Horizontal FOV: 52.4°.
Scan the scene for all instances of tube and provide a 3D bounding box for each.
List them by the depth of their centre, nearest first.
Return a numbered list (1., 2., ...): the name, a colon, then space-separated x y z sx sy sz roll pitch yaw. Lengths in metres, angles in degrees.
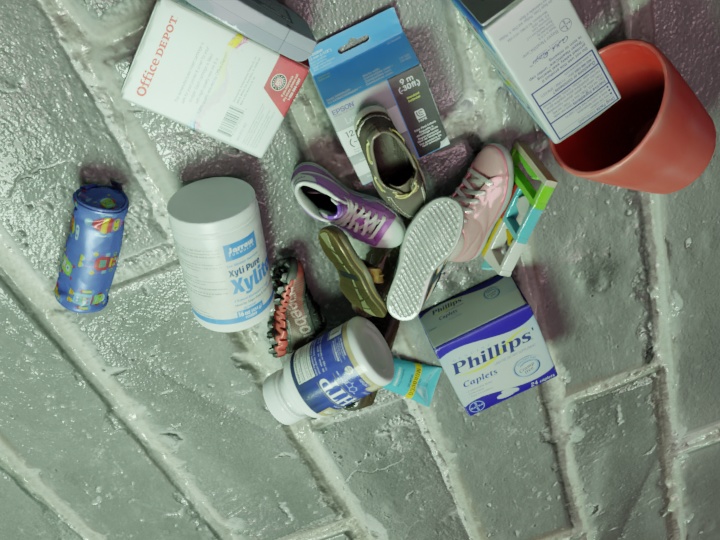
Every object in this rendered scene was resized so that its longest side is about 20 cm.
1. tube: 0.059 0.192 1.353 0.199 0.050 0.078 21 92 -27

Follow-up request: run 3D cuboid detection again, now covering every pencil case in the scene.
1. pencil case: -0.394 -0.034 1.068 0.078 0.087 0.201 -17 139 -48

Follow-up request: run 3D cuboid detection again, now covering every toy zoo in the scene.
1. toy zoo: 0.231 -0.084 1.140 0.020 0.132 0.201 9 123 -19

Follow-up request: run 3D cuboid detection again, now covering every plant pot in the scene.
1. plant pot: 0.408 -0.205 1.066 0.177 0.201 0.201 18 120 -33

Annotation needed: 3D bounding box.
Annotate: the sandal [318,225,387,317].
1. sandal: 0.000 0.000 1.088 0.054 0.080 0.201 -47 135 -22

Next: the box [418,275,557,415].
1. box: 0.230 0.135 1.315 0.183 0.105 0.200 -26 126 6

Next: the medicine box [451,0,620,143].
1. medicine box: 0.220 -0.298 0.949 0.103 0.183 0.200 -35 125 14

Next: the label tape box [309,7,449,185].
1. label tape box: 0.024 -0.238 1.022 0.143 0.066 0.200 -24 129 6

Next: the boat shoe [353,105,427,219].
1. boat shoe: 0.050 -0.137 1.023 0.072 0.060 0.200 -25 134 5

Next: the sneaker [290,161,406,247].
1. sneaker: -0.016 -0.078 1.073 0.200 0.114 0.073 27 106 -15

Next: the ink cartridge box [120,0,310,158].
1. ink cartridge box: -0.187 -0.259 0.946 0.199 0.083 0.146 21 121 -25

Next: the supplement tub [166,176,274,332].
1. supplement tub: -0.203 -0.021 1.088 0.131 0.132 0.201 -10 128 -6

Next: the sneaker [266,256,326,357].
1. sneaker: -0.101 0.060 1.208 0.097 0.071 0.201 0 127 -12

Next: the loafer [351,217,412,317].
1. loafer: 0.046 -0.019 1.189 0.200 0.067 0.076 -49 126 4

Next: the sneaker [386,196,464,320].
1. sneaker: 0.096 -0.026 1.099 0.078 0.079 0.201 27 112 4

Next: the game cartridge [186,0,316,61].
1. game cartridge: -0.149 -0.322 0.879 0.199 0.134 0.041 24 111 -26

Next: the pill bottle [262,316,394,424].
1. pill bottle: -0.056 0.170 1.193 0.199 0.120 0.120 -31 127 21

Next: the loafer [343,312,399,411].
1. loafer: 0.019 0.148 1.272 0.071 0.073 0.201 26 87 -52

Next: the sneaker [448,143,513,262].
1. sneaker: 0.163 -0.097 1.125 0.104 0.075 0.201 -10 129 -40
